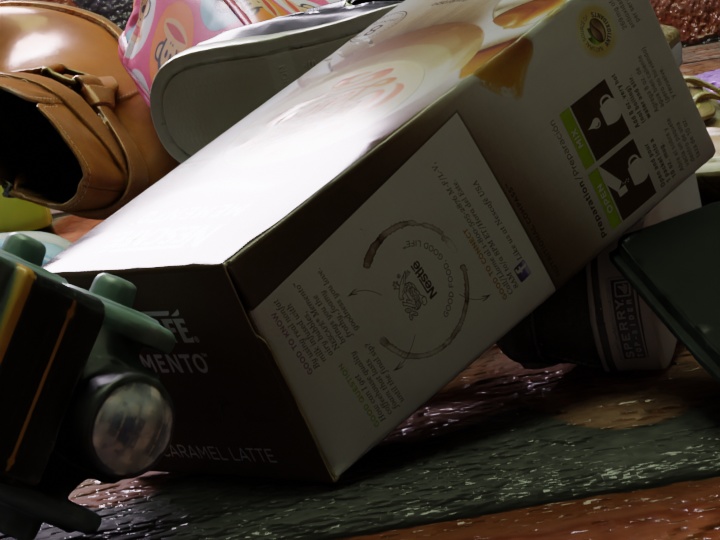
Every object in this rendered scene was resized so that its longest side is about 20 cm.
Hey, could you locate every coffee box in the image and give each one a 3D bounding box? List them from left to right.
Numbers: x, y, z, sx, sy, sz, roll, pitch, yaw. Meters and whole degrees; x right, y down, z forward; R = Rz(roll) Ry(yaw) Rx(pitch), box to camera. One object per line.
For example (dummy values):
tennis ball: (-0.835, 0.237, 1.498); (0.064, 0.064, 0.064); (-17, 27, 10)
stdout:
coffee box: (0.006, -0.019, 0.927); (0.200, 0.080, 0.114); (-39, 21, -34)

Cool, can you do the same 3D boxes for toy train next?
toy train: (-0.141, 0.017, 0.845); (0.114, 0.085, 0.200); (28, -6, -41)

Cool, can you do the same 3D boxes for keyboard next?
keyboard: (0.150, 0.018, 0.847); (0.104, 0.040, 0.200); (-19, 21, -4)

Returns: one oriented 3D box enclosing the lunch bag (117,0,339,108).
lunch bag: (-0.006, -0.085, 1.296); (0.176, 0.082, 0.200); (9, 23, -28)

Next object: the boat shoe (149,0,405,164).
boat shoe: (0.020, -0.073, 1.074); (0.199, 0.075, 0.066); (-7, 18, 27)

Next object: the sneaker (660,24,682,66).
sneaker: (0.105, -0.044, 1.164); (0.070, 0.109, 0.200); (-10, 8, 5)

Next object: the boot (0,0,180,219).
boot: (-0.159, -0.075, 1.337); (0.200, 0.077, 0.155); (35, 19, 24)

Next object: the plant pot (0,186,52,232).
plant pot: (-0.338, -0.108, 2.022); (0.181, 0.201, 0.199); (-16, 8, -6)

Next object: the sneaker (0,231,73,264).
sneaker: (-0.205, 0.023, 1.157); (0.199, 0.080, 0.131); (-11, 5, -6)

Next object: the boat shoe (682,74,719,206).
boat shoe: (0.147, -0.057, 1.302); (0.074, 0.067, 0.200); (25, -15, -35)

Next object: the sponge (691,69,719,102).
sponge: (0.318, -0.134, 2.004); (0.111, 0.030, 0.200); (-15, 9, -42)

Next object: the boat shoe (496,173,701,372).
boat shoe: (0.088, -0.004, 1.032); (0.068, 0.072, 0.200); (-6, 14, 15)
